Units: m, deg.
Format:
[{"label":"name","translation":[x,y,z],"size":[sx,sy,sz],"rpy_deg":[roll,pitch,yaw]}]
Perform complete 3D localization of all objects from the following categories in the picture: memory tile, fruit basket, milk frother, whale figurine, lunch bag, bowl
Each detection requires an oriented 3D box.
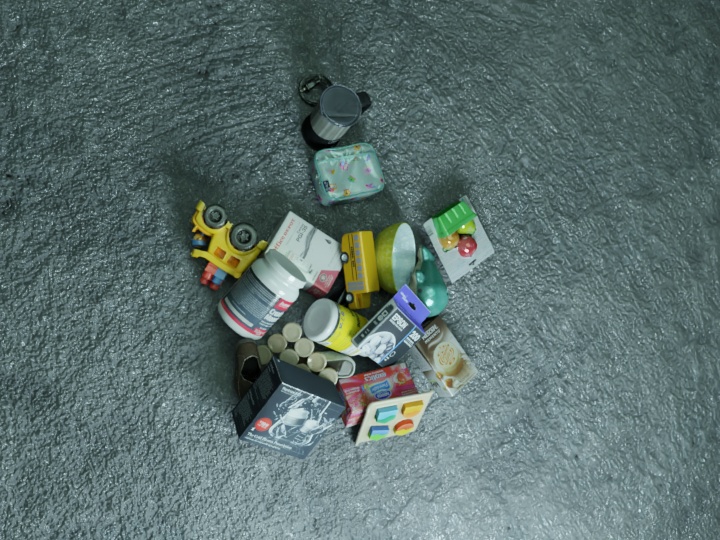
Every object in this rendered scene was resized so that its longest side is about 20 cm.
[{"label":"memory tile","translation":[-0.167,0.245,1.636],"size":[0.153,0.017,0.200],"rpy_deg":[-39,89,9]},{"label":"fruit basket","translation":[0.291,-0.095,1.894],"size":[0.185,0.094,0.200],"rpy_deg":[-35,109,-22]},{"label":"milk frother","translation":[-0.093,-0.464,1.747],"size":[0.200,0.188,0.181],"rpy_deg":[45,68,-8]},{"label":"whale figurine","translation":[0.198,0.031,1.792],"size":[0.159,0.103,0.201],"rpy_deg":[41,51,-55]},{"label":"lunch bag","translation":[-0.042,-0.274,1.791],"size":[0.199,0.077,0.161],"rpy_deg":[-14,85,-22]},{"label":"bowl","translation":[0.073,-0.033,1.762],"size":[0.107,0.200,0.201],"rpy_deg":[3,75,23]}]

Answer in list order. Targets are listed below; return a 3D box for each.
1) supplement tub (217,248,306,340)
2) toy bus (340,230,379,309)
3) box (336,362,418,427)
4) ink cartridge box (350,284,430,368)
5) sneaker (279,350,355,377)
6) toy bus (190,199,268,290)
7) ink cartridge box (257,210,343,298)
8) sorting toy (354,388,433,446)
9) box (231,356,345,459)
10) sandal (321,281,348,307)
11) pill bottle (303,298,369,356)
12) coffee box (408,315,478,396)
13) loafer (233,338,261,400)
[{"label":"supplement tub","translation":[-0.244,0.060,1.583],"size":[0.140,0.140,0.200],"rpy_deg":[41,98,-9]},{"label":"toy bus","translation":[0.000,0.000,1.678],"size":[0.065,0.078,0.201],"rpy_deg":[-5,87,-53]},{"label":"box","translation":[0.040,0.329,1.684],"size":[0.199,0.096,0.100],"rpy_deg":[-10,55,-22]},{"label":"ink cartridge box","translation":[0.093,0.153,1.652],"size":[0.200,0.198,0.043],"rpy_deg":[-46,53,0]},{"label":"sneaker","translation":[-0.114,0.249,1.682],"size":[0.199,0.085,0.073],"rpy_deg":[5,97,0]},{"label":"toy bus","translation":[-0.363,-0.057,1.613],"size":[0.200,0.136,0.192],"rpy_deg":[34,86,-10]},{"label":"ink cartridge box","translation":[-0.152,-0.040,1.702],"size":[0.200,0.083,0.147],"rpy_deg":[33,69,-12]},{"label":"sorting toy","translation":[0.090,0.392,1.671],"size":[0.199,0.185,0.037],"rpy_deg":[-10,48,-24]},{"label":"box","translation":[-0.175,0.337,1.542],"size":[0.200,0.104,0.182],"rpy_deg":[29,104,-33]},{"label":"sandal","translation":[-0.045,0.072,1.723],"size":[0.043,0.076,0.200],"rpy_deg":[35,64,30]},{"label":"pill bottle","translation":[-0.044,0.156,1.664],"size":[0.200,0.112,0.113],"rpy_deg":[30,69,-42]},{"label":"coffee box","translation":[0.223,0.242,1.795],"size":[0.114,0.080,0.200],"rpy_deg":[-38,95,-23]},{"label":"loafer","translation":[-0.275,0.266,1.565],"size":[0.073,0.071,0.201],"rpy_deg":[-13,121,-16]}]
